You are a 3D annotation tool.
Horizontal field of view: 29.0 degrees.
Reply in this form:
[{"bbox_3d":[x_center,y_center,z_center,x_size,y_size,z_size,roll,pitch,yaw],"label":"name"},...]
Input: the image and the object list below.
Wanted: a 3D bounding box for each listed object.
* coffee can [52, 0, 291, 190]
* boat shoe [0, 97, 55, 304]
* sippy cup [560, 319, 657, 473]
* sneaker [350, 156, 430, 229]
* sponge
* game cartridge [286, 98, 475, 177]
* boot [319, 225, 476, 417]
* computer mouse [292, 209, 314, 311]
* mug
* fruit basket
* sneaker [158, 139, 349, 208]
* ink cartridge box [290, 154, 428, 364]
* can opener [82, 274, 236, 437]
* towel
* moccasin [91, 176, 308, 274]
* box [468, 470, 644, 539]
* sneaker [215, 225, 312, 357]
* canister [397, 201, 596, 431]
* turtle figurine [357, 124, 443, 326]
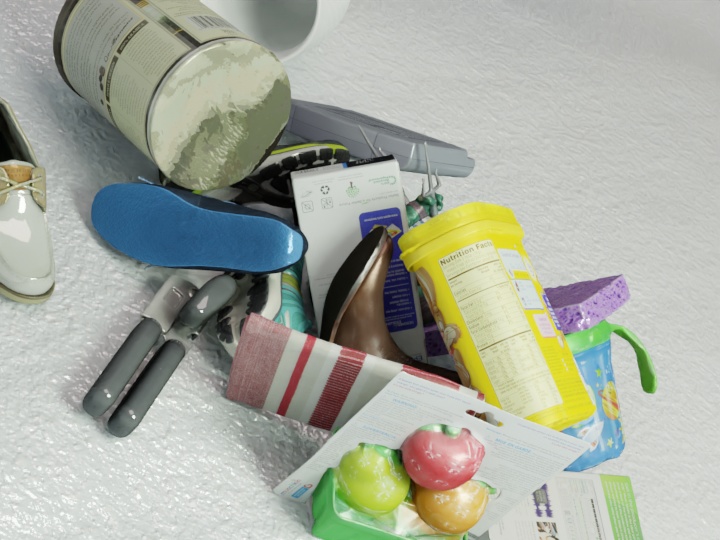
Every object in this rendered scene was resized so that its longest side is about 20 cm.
[{"bbox_3d":[-0.178,-0.183,1.296,0.146,0.147,0.200,2,28,-41],"label":"coffee can"},{"bbox_3d":[-0.302,-0.065,1.168,0.075,0.068,0.200,-2,52,-44],"label":"boat shoe"},{"bbox_3d":[0.193,0.128,1.347,0.140,0.177,0.131,-16,87,-68],"label":"sippy cup"},{"bbox_3d":[0.023,-0.049,1.445,0.200,0.076,0.077,33,30,-7],"label":"sneaker"},{"bbox_3d":[0.155,0.045,1.367,0.111,0.200,0.030,-27,102,-53],"label":"sponge"},{"bbox_3d":[0.008,-0.142,1.488,0.200,0.041,0.133,24,10,38],"label":"game cartridge"},{"bbox_3d":[0.057,0.078,1.257,0.199,0.187,0.064,23,10,-15],"label":"boot"},{"bbox_3d":[-0.045,-0.022,1.372,0.034,0.059,0.200,3,46,-30],"label":"computer mouse"},{"bbox_3d":[-0.068,-0.342,1.589,0.148,0.200,0.175,44,27,0],"label":"mug"},{"bbox_3d":[0.054,0.157,1.131,0.185,0.200,0.094,22,39,-23],"label":"fruit basket"},{"bbox_3d":[-0.106,-0.107,1.363,0.199,0.074,0.081,-7,45,-23],"label":"sneaker"},{"bbox_3d":[0.000,0.000,1.278,0.099,0.201,0.039,-9,16,-3],"label":"ink cartridge box"},{"bbox_3d":[-0.167,0.059,1.160,0.053,0.066,0.200,41,36,-8],"label":"can opener"},{"bbox_3d":[-0.009,0.099,1.152,0.199,0.144,0.023,18,60,-3],"label":"towel"},{"bbox_3d":[-0.143,-0.029,1.244,0.199,0.081,0.068,17,6,15],"label":"moccasin"},{"bbox_3d":[0.181,0.253,1.257,0.199,0.036,0.145,10,59,-34],"label":"box"},{"bbox_3d":[-0.083,0.031,1.280,0.080,0.077,0.200,53,26,-26],"label":"sneaker"},{"bbox_3d":[0.123,0.050,1.219,0.148,0.086,0.201,5,60,-66],"label":"canister"},{"bbox_3d":[0.035,-0.044,1.364,0.201,0.100,0.150,66,24,1],"label":"turtle figurine"}]
